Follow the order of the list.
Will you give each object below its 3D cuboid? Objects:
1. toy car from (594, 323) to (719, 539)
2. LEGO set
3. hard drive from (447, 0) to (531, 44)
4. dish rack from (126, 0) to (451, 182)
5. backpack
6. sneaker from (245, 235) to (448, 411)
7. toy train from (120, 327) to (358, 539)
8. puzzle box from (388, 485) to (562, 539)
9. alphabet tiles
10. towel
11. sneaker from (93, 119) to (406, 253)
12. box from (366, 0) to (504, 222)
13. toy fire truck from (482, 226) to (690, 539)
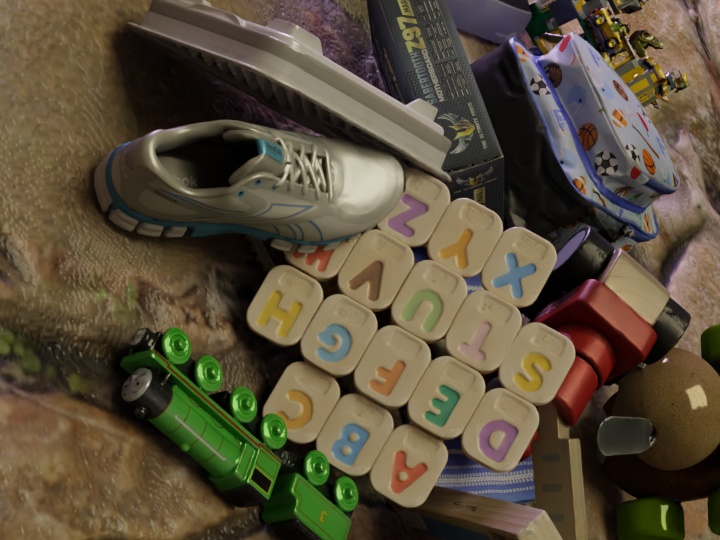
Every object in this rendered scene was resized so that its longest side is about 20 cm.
[{"bbox_3d":[0.225,0.111,1.443,0.200,0.157,0.165,27,57,-50],"label":"toy car"},{"bbox_3d":[0.232,-0.212,1.642,0.154,0.116,0.200,60,-10,2],"label":"LEGO set"},{"bbox_3d":[0.074,-0.277,1.600,0.200,0.042,0.135,15,57,-51],"label":"hard drive"},{"bbox_3d":[-0.039,-0.125,1.228,0.200,0.171,0.044,25,90,-45],"label":"dish rack"},{"bbox_3d":[0.166,-0.089,1.514,0.190,0.154,0.201,34,36,-62],"label":"backpack"},{"bbox_3d":[0.000,0.000,1.261,0.200,0.090,0.075,56,33,-15],"label":"sneaker"},{"bbox_3d":[-0.073,0.108,1.133,0.200,0.042,0.057,44,48,-31],"label":"toy train"},{"bbox_3d":[0.097,0.203,1.195,0.025,0.200,0.133,-36,101,-18],"label":"puzzle box"},{"bbox_3d":[0.032,0.041,1.197,0.200,0.196,0.015,30,-10,6],"label":"alphabet tiles"},{"bbox_3d":[0.071,0.076,1.379,0.145,0.024,0.201,6,65,-53],"label":"towel"},{"bbox_3d":[-0.056,-0.057,1.147,0.199,0.087,0.075,-2,74,-25],"label":"sneaker"},{"bbox_3d":[0.053,-0.124,1.368,0.158,0.051,0.201,82,-10,-66],"label":"box"},{"bbox_3d":[0.124,0.099,1.272,0.129,0.176,0.200,41,56,-8],"label":"toy fire truck"}]
